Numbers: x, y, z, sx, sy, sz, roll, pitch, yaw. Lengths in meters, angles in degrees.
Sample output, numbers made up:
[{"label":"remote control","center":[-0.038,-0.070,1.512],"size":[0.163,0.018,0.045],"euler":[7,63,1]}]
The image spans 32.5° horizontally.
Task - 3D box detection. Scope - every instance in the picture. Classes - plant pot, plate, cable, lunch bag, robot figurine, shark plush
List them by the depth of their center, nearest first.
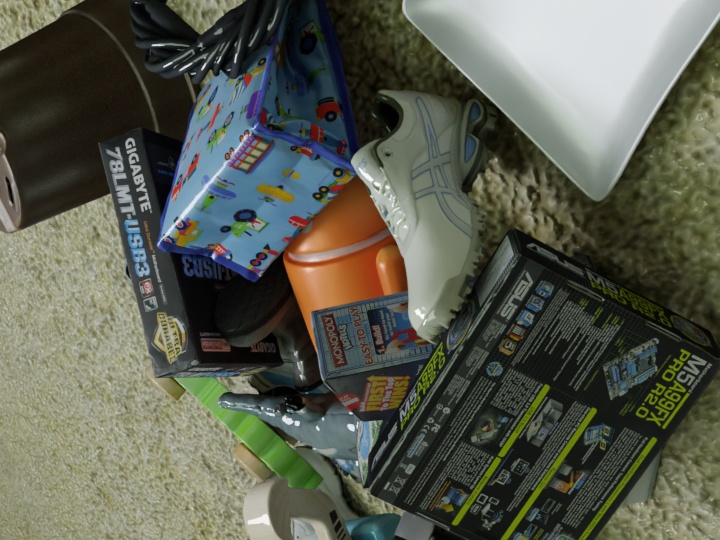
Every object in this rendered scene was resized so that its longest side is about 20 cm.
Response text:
[{"label":"plate","center":[0.124,-0.173,0.759],"size":[0.200,0.032,0.201],"euler":[48,146,18]},{"label":"cable","center":[-0.107,-0.215,0.937],"size":[0.198,0.165,0.051],"euler":[0,161,42]},{"label":"lunch bag","center":[-0.082,-0.123,0.944],"size":[0.150,0.093,0.202],"euler":[-43,39,39]},{"label":"robot figurine","center":[-0.001,0.000,0.992],"size":[0.115,0.144,0.202],"euler":[-13,111,16]},{"label":"shark plush","center":[-0.033,0.115,1.054],"size":[0.198,0.092,0.083],"euler":[21,171,34]},{"label":"plant pot","center":[-0.285,-0.144,1.181],"size":[0.199,0.197,0.202],"euler":[33,140,32]}]

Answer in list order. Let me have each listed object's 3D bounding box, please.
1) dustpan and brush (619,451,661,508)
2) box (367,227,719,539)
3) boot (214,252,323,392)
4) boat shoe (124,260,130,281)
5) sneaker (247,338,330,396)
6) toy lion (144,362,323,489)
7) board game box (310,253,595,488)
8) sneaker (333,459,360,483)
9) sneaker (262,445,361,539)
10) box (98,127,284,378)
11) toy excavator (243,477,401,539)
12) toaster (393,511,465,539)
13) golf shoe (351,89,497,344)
[{"label":"dustpan and brush","center":[0.119,0.129,0.898],"size":[0.057,0.197,0.141],"euler":[-116,19,-47]},{"label":"box","center":[0.118,0.094,0.819],"size":[0.159,0.044,0.201],"euler":[25,112,-12]},{"label":"boot","center":[-0.061,0.052,1.081],"size":[0.069,0.200,0.133],"euler":[-10,111,17]},{"label":"boat shoe","center":[-0.181,-0.010,1.276],"size":[0.199,0.061,0.074],"euler":[-2,114,54]},{"label":"sneaker","center":[-0.093,0.097,1.226],"size":[0.199,0.073,0.072],"euler":[22,161,42]},{"label":"toy lion","center":[-0.121,0.144,1.211],"size":[0.200,0.069,0.192],"euler":[43,171,-4]},{"label":"board game box","center":[0.057,0.079,0.901],"size":[0.201,0.197,0.062],"euler":[103,160,-48]},{"label":"sneaker","center":[0.042,0.163,1.108],"size":[0.199,0.071,0.074],"euler":[11,101,52]},{"label":"sneaker","center":[-0.033,0.284,1.295],"size":[0.200,0.087,0.075],"euler":[48,145,14]},{"label":"box","center":[-0.141,-0.008,1.071],"size":[0.049,0.200,0.201],"euler":[-18,80,15]},{"label":"toy excavator","center":[-0.011,0.265,1.160],"size":[0.099,0.194,0.202],"euler":[-22,92,40]},{"label":"toaster","center":[0.088,0.316,1.027],"size":[0.198,0.183,0.118],"euler":[26,170,-15]},{"label":"golf shoe","center":[0.034,-0.042,0.835],"size":[0.096,0.202,0.079],"euler":[17,138,-11]}]
